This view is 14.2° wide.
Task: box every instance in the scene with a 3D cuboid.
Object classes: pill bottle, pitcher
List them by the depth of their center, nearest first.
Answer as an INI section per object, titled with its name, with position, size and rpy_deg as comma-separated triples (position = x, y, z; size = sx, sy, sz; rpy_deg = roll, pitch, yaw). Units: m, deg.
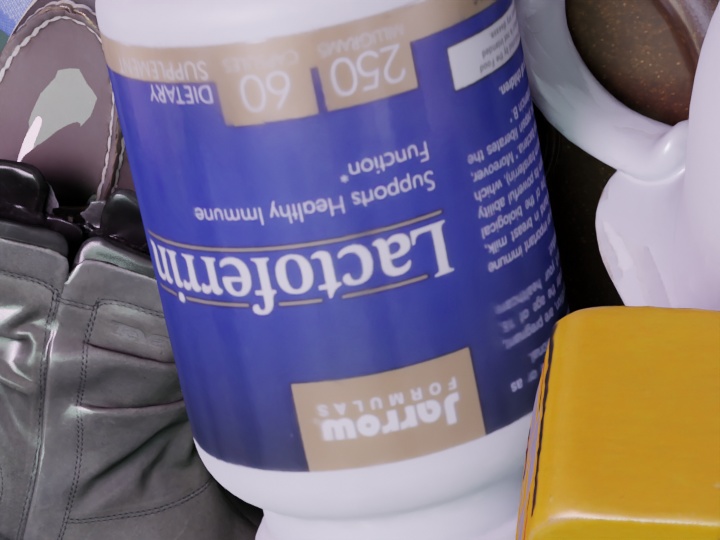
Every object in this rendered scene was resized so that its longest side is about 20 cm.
[pitcher]
position = 0.120, -0.050, 0.748
size = 0.172, 0.121, 0.200
rpy_deg = 50, 148, 9
[pill bottle]
position = 0.000, 0.000, 0.826
size = 0.115, 0.116, 0.201
rpy_deg = -4, 110, 24

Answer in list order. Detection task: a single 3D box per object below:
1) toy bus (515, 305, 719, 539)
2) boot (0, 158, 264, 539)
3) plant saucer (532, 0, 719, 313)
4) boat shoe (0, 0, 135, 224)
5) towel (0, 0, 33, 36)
[toy bus]
position = 0.140, 0.061, 0.706
size = 0.199, 0.065, 0.078
rpy_deg = 9, 143, 1
[boot]
position = -0.061, 0.050, 0.904
size = 0.200, 0.068, 0.131
rpy_deg = 22, 118, -13
[plant saucer]
position = 0.038, -0.046, 0.877
size = 0.200, 0.034, 0.201
rpy_deg = 7, 113, 16
[boat shoe]
position = -0.112, -0.004, 0.939
size = 0.072, 0.060, 0.200
rpy_deg = 30, 122, 12
[towel]
position = -0.058, -0.147, 0.906
size = 0.147, 0.024, 0.200
rpy_deg = 39, 118, 6
